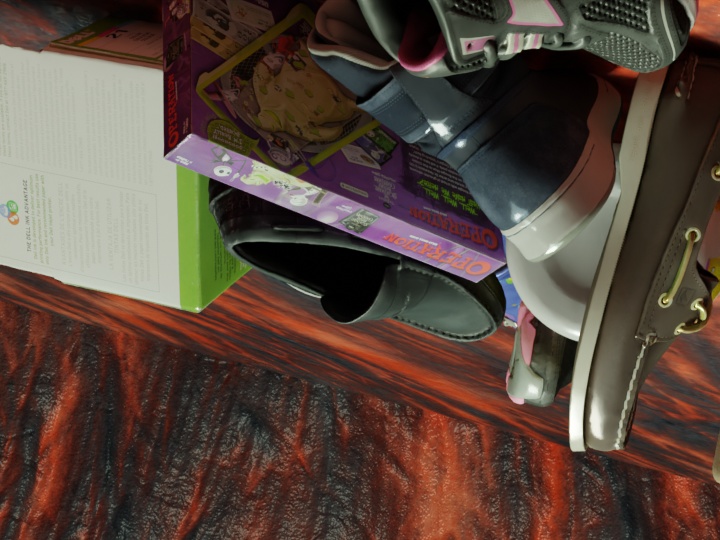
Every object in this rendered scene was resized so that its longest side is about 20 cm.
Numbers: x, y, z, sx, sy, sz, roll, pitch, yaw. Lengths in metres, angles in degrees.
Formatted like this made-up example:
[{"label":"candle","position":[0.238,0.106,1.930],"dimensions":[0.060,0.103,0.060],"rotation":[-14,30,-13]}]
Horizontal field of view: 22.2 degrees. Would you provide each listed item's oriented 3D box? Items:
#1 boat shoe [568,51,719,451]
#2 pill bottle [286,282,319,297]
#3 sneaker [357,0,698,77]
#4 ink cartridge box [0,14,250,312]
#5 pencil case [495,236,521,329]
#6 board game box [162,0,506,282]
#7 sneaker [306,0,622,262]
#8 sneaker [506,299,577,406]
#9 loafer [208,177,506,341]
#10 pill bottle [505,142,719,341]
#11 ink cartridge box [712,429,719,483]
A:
[{"label":"boat shoe","position":[0.143,-0.004,0.876],"dimensions":[0.059,0.200,0.072],"rotation":[12,-171,8]},{"label":"pill bottle","position":[-0.005,-0.048,1.104],"dimensions":[0.112,0.113,0.200],"rotation":[16,171,-4]},{"label":"sneaker","position":[0.045,-0.111,0.723],"dimensions":[0.200,0.086,0.080],"rotation":[20,171,-32]},{"label":"ink cartridge box","position":[-0.165,-0.073,1.079],"dimensions":[0.200,0.148,0.076],"rotation":[12,-153,22]},{"label":"pencil case","position":[0.110,-0.007,1.263],"dimensions":[0.078,0.087,0.200],"rotation":[49,-173,27]},{"label":"board game box","position":[-0.012,-0.077,0.932],"dimensions":[0.200,0.120,0.032],"rotation":[22,136,-34]},{"label":"sneaker","position":[0.051,-0.095,0.870],"dimensions":[0.146,0.077,0.202],"rotation":[42,-166,-8]},{"label":"sneaker","position":[0.153,0.024,1.141],"dimensions":[0.095,0.079,0.200],"rotation":[20,-143,14]},{"label":"loafer","position":[0.000,0.000,0.967],"dimensions":[0.068,0.070,0.200],"rotation":[-28,138,37]},{"label":"pill bottle","position":[0.151,-0.015,1.015],"dimensions":[0.104,0.104,0.200],"rotation":[12,-175,17]},{"label":"ink cartridge box","position":[0.224,-0.002,0.725],"dimensions":[0.075,0.200,0.165],"rotation":[16,170,-12]}]
